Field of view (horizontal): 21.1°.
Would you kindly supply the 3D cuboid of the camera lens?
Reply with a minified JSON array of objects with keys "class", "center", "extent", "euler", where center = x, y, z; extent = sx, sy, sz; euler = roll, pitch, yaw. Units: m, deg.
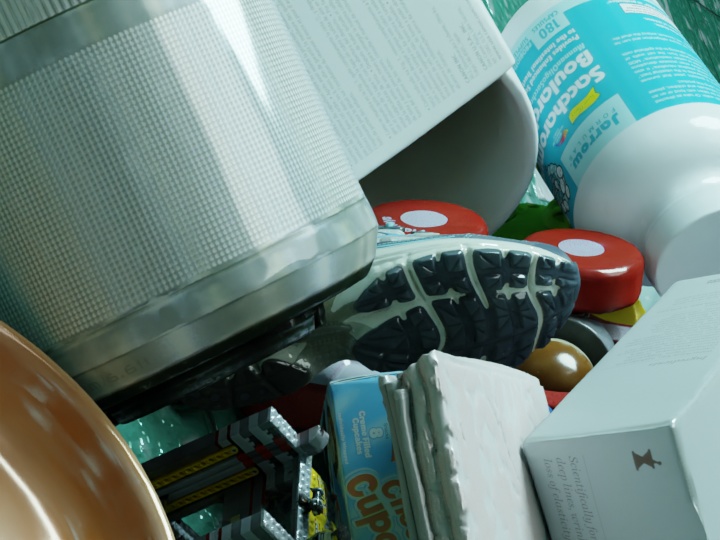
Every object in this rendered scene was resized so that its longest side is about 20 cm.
[{"class":"camera lens","center":[-0.096,-0.052,0.737],"extent":[0.201,0.159,0.160],"euler":[65,22,-2]}]

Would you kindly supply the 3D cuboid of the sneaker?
[{"class":"sneaker","center":[0.000,0.000,0.881],"extent":[0.087,0.198,0.078],"euler":[-103,-170,-49]}]

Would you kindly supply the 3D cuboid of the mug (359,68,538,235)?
[{"class":"mug","center":[0.010,-0.119,1.073],"extent":[0.154,0.148,0.187],"euler":[-97,168,-54]}]

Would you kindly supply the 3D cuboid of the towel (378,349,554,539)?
[{"class":"towel","center":[0.061,0.136,0.758],"extent":[0.191,0.032,0.202],"euler":[20,58,-70]}]

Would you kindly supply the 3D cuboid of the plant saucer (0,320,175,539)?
[{"class":"plant saucer","center":[-0.143,0.083,0.590],"extent":[0.199,0.037,0.201],"euler":[32,32,-22]}]

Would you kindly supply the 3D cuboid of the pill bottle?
[{"class":"pill bottle","center":[0.153,-0.068,1.059],"extent":[0.111,0.111,0.201],"euler":[44,14,-42]}]

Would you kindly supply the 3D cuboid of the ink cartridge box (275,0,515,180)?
[{"class":"ink cartridge box","center":[-0.045,-0.111,0.931],"extent":[0.163,0.199,0.050],"euler":[58,-9,-17]}]

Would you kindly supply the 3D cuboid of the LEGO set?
[{"class":"LEGO set","center":[-0.036,0.152,0.722],"extent":[0.154,0.115,0.201],"euler":[54,25,-27]}]

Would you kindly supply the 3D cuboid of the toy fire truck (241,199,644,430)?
[{"class":"toy fire truck","center":[0.056,0.050,0.952],"extent":[0.168,0.198,0.113],"euler":[-49,146,-63]}]

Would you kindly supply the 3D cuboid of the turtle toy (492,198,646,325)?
[{"class":"turtle toy","center":[0.096,0.046,1.130],"extent":[0.101,0.145,0.201],"euler":[72,8,-57]}]

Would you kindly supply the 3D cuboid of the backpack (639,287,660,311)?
[{"class":"backpack","center":[0.161,0.076,1.226],"extent":[0.126,0.166,0.202],"euler":[21,61,-53]}]

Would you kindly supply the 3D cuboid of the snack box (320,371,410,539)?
[{"class":"snack box","center":[0.015,0.149,0.781],"extent":[0.116,0.037,0.202],"euler":[104,-22,-77]}]

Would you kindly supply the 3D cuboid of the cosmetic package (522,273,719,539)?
[{"class":"cosmetic package","center":[0.148,0.077,0.841],"extent":[0.200,0.074,0.102],"euler":[-33,109,-56]}]
